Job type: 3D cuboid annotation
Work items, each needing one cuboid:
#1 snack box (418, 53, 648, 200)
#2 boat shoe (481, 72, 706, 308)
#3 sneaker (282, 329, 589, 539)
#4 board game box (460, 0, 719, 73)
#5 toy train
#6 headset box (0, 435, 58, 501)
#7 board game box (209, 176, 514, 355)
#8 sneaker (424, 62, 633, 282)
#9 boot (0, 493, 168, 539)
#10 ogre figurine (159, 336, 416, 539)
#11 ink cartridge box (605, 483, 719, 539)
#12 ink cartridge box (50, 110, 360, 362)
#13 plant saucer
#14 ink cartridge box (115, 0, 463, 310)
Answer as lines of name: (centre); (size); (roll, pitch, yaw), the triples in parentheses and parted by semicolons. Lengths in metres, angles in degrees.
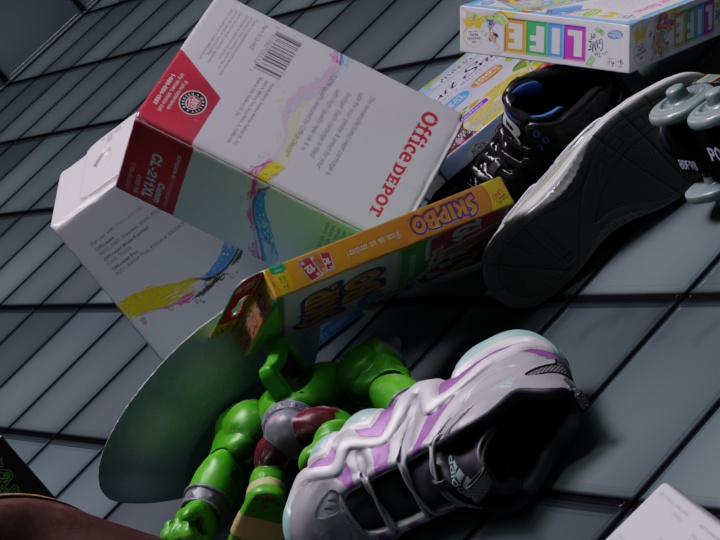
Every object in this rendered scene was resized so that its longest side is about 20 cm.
snack box: (0.109, -0.122, 1.889); (0.168, 0.068, 0.200); (-39, 16, -6)
boat shoe: (0.159, -0.058, 1.630); (0.202, 0.074, 0.065); (-45, 15, 9)
sneaker: (0.044, 0.116, 1.414); (0.200, 0.078, 0.140); (-39, 17, 2)
board game box: (0.178, -0.183, 1.747); (0.134, 0.034, 0.200); (10, 20, 32)
toy train: (0.260, -0.091, 1.505); (0.114, 0.086, 0.200); (-30, 13, -14)
headset box: (-0.240, 0.224, 1.515); (0.093, 0.200, 0.174); (-14, 29, 54)
board game box: (0.000, 0.000, 1.597); (0.199, 0.030, 0.096); (-19, -18, -23)
sneaker: (0.099, -0.079, 1.707); (0.200, 0.112, 0.073); (-36, 60, 5)
boot: (-0.131, 0.177, 1.438); (0.166, 0.199, 0.073); (-7, 65, 55)
ogre figurine: (-0.032, 0.106, 1.563); (0.200, 0.098, 0.120); (-45, 23, 29)
ink cartridge box: (0.112, 0.200, 1.138); (0.200, 0.057, 0.163); (-48, 18, -1)
ink cartridge box: (-0.119, -0.022, 1.876); (0.144, 0.200, 0.147); (-36, 18, 7)
plant saucer: (-0.091, 0.097, 1.681); (0.201, 0.039, 0.201); (-38, -24, -19)
ink cartridge box: (-0.048, -0.083, 1.720); (0.146, 0.199, 0.083); (-60, -4, -41)
